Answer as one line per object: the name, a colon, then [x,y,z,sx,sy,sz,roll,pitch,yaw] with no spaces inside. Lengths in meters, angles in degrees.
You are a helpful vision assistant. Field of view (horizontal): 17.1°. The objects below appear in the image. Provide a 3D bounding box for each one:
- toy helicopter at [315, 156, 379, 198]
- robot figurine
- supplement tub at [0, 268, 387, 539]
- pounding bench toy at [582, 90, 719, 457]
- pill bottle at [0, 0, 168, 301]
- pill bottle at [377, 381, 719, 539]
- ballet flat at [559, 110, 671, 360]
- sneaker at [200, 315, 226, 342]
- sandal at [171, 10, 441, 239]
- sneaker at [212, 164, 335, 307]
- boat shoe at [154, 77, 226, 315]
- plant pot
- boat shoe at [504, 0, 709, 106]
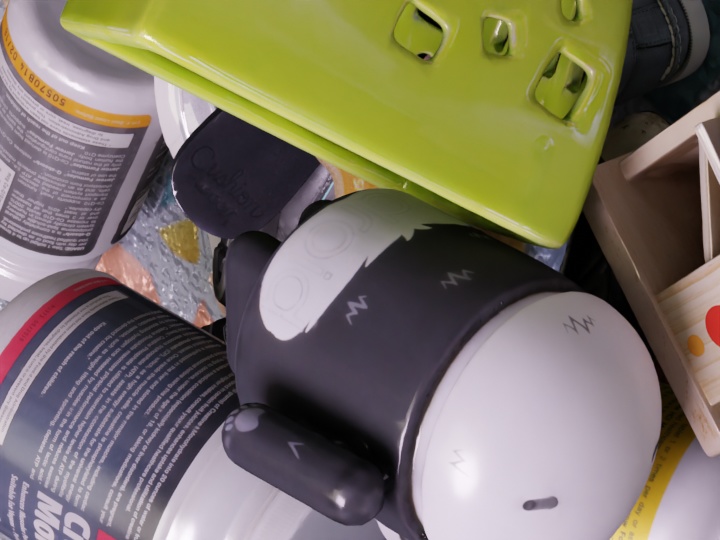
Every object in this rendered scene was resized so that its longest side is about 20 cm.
toy helicopter: [0.000,0.000,1.168,0.131,0.079,0.201,1,119,18]
robot figurine: [0.029,0.045,0.973,0.199,0.151,0.125,29,170,38]
supplement tub: [-0.095,0.099,1.185,0.199,0.140,0.141,29,127,24]
pounding bench toy: [0.211,0.006,0.935,0.156,0.124,0.201,-36,77,51]
pill bottle: [-0.169,-0.077,1.374,0.117,0.116,0.200,53,139,21]
pill bottle: [0.113,0.102,1.052,0.199,0.112,0.113,19,120,30]
ballet flat: [0.112,0.016,1.116,0.066,0.057,0.201,41,134,35]
sneaker: [-0.053,0.118,1.286,0.082,0.071,0.201,0,100,34]
sandal: [-0.015,-0.098,1.159,0.201,0.076,0.043,-56,12,8]
sneaker: [-0.016,-0.071,1.228,0.075,0.079,0.201,-121,47,-73]
boat shoe: [-0.053,-0.047,1.288,0.068,0.072,0.202,-9,96,37]
plant pot: [0.009,-0.138,0.997,0.183,0.198,0.200,-66,18,-1]
boat shoe: [0.074,-0.089,1.112,0.199,0.062,0.073,-19,92,53]
